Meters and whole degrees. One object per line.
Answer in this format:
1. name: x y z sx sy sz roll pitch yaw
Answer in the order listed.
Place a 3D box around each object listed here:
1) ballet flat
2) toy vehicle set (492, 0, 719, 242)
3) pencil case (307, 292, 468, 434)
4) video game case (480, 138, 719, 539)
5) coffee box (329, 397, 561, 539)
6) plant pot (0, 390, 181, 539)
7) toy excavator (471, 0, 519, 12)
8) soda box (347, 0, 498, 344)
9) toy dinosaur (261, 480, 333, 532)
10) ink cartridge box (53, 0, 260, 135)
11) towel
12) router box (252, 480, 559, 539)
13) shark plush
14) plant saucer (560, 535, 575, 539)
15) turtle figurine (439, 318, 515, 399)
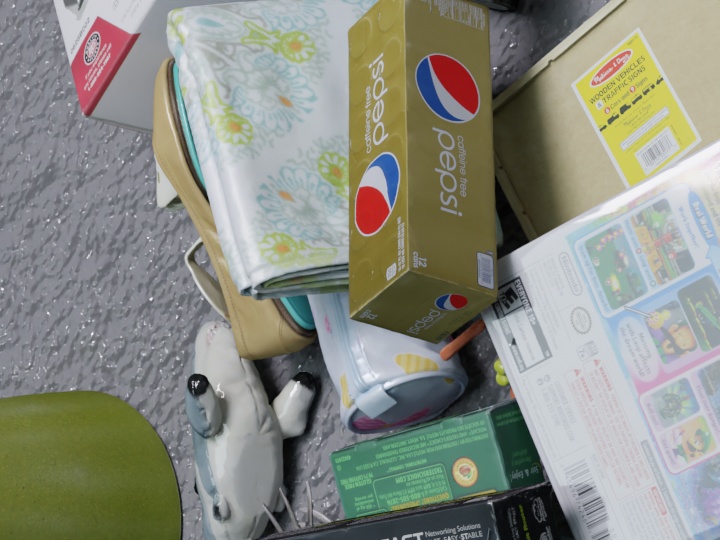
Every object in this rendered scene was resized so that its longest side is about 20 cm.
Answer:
1. ballet flat: -0.094 -0.034 1.749 0.063 0.069 0.201 -26 89 27
2. toy vehicle set: 0.165 -0.096 1.645 0.200 0.026 0.125 -39 61 27
3. pencil case: 0.000 0.000 1.719 0.083 0.091 0.201 -24 68 13
4. video game case: 0.173 0.053 1.548 0.181 0.024 0.201 -29 73 22
5. coffee box: 0.063 0.186 1.608 0.122 0.044 0.201 -18 86 35
6. plant pot: -0.252 0.163 1.821 0.186 0.199 0.189 -7 78 37
7. toy excavator: 0.014 -0.230 1.729 0.199 0.194 0.101 15 92 10
8. soda box: 0.035 -0.065 1.618 0.068 0.064 0.201 -39 42 48
9. toy dinosaur: 0.001 0.204 1.720 0.181 0.105 0.201 -32 101 16
10. ink cartridge box: -0.136 -0.210 1.817 0.147 0.082 0.201 -54 39 34
11. towel: -0.014 -0.078 1.680 0.048 0.170 0.201 126 134 -54
12. router box: 0.030 0.210 1.569 0.199 0.062 0.151 -15 88 36
13. shark plush: -0.080 0.136 1.801 0.083 0.090 0.202 11 111 57
14. plant saucer: 0.109 0.256 1.633 0.199 0.027 0.202 -7 79 37
15. turtle figurine: 0.151 0.065 1.607 0.199 0.064 0.162 -24 76 24
